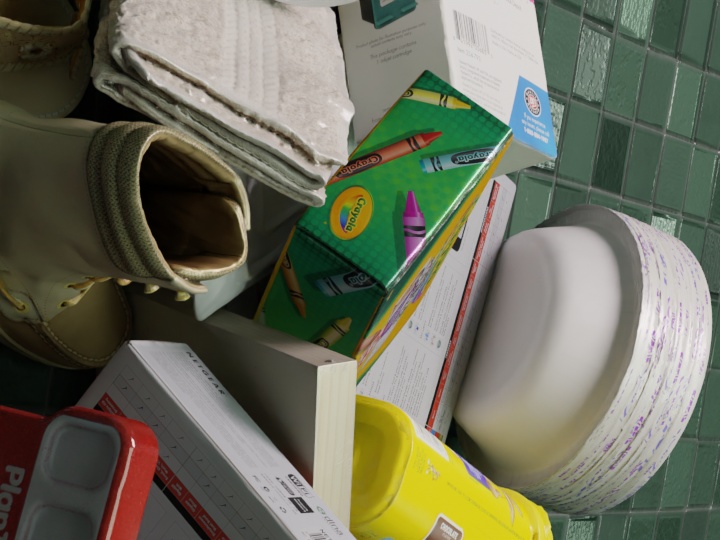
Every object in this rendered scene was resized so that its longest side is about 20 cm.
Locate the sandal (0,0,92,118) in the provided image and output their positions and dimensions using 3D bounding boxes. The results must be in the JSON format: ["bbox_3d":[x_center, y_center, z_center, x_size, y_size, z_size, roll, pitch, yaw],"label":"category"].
[{"bbox_3d":[-0.160,-0.126,1.037,0.212,0.069,0.078,49,57,-53],"label":"sandal"}]

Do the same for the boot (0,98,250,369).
[{"bbox_3d":[-0.118,-0.009,1.058,0.073,0.155,0.200,-62,146,-29],"label":"boot"}]

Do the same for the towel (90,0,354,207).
[{"bbox_3d":[-0.067,-0.113,1.081,0.132,0.034,0.200,30,25,-22],"label":"towel"}]

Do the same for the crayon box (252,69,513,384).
[{"bbox_3d":[0.000,0.000,1.150,0.119,0.058,0.200,-51,174,-30],"label":"crayon box"}]

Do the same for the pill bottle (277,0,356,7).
[{"bbox_3d":[-0.022,-0.238,1.136,0.112,0.112,0.200,50,32,-53],"label":"pill bottle"}]

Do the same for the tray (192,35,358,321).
[{"bbox_3d":[-0.035,-0.051,1.160,0.200,0.022,0.108,-37,133,-61],"label":"tray"}]

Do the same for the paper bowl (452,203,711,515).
[{"bbox_3d":[0.130,0.052,1.473,0.104,0.201,0.201,23,76,-27],"label":"paper bowl"}]

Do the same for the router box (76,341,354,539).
[{"bbox_3d":[-0.088,0.164,1.039,0.180,0.200,0.049,-50,156,18],"label":"router box"}]

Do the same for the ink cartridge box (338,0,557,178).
[{"bbox_3d":[0.041,-0.159,1.234,0.116,0.067,0.201,20,59,-56],"label":"ink cartridge box"}]

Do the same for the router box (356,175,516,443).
[{"bbox_3d":[0.019,0.004,1.402,0.179,0.049,0.200,37,67,-57],"label":"router box"}]

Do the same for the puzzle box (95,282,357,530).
[{"bbox_3d":[-0.073,0.086,1.126,0.025,0.200,0.133,-8,107,-37],"label":"puzzle box"}]

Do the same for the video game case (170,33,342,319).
[{"bbox_3d":[-0.038,-0.038,1.238,0.200,0.017,0.143,-38,130,-42],"label":"video game case"}]

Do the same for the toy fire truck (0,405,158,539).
[{"bbox_3d":[-0.182,0.149,0.981,0.112,0.168,0.201,29,74,-58],"label":"toy fire truck"}]

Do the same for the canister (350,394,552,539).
[{"bbox_3d":[0.009,0.139,1.331,0.200,0.148,0.087,41,63,-53],"label":"canister"}]

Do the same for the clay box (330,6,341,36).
[{"bbox_3d":[-0.040,-0.149,1.255,0.115,0.048,0.200,-35,130,-49],"label":"clay box"}]
